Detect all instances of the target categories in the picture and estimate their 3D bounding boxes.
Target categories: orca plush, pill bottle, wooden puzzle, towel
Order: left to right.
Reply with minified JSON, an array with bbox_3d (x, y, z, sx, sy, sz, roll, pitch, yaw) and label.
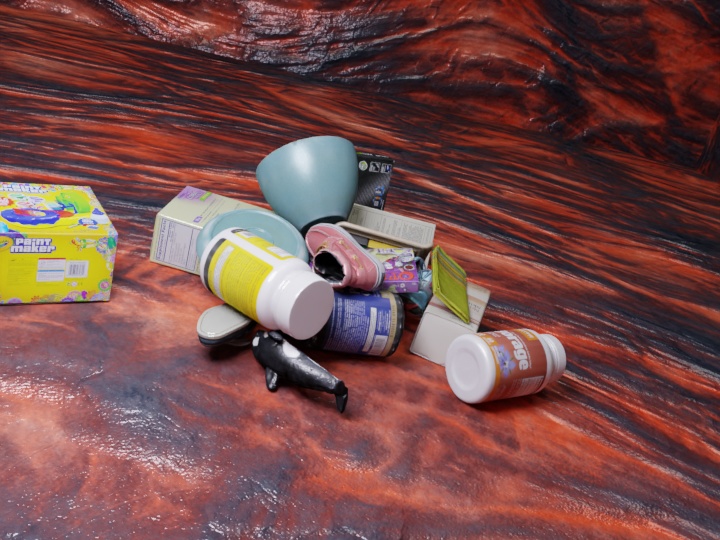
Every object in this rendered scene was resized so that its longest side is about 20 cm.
[{"bbox_3d":[-0.142,0.020,1.186,0.199,0.115,0.114,28,26,35],"label":"pill bottle"},{"bbox_3d":[-0.105,0.159,1.171,0.199,0.071,0.105,33,-16,24],"label":"orca plush"},{"bbox_3d":[-0.036,0.080,1.294,0.198,0.113,0.112,8,25,-19],"label":"pill bottle"},{"bbox_3d":[0.031,-0.030,1.547,0.198,0.185,0.038,11,69,-4],"label":"wooden puzzle"},{"bbox_3d":[0.164,0.021,1.410,0.086,0.018,0.200,40,21,-12],"label":"towel"},{"bbox_3d":[0.248,0.156,1.312,0.198,0.113,0.112,-2,30,-36],"label":"pill bottle"}]

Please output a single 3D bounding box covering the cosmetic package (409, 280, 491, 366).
[{"bbox_3d":[0.169,0.090,1.433,0.102,0.088,0.200,22,25,7],"label":"cosmetic package"}]

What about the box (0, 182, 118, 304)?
[{"bbox_3d":[-0.516,-0.047,1.246,0.198,0.123,0.193,-1,28,-34],"label":"box"}]

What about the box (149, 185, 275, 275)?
[{"bbox_3d":[-0.269,-0.064,1.475,0.198,0.098,0.176,17,24,-1],"label":"box"}]

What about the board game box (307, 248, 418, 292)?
[{"bbox_3d":[0.000,0.000,1.386,0.197,0.033,0.121,-1,34,-3],"label":"board game box"}]

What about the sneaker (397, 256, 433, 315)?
[{"bbox_3d":[0.086,0.017,1.481,0.079,0.096,0.200,46,-9,-31],"label":"sneaker"}]

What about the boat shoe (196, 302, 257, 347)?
[{"bbox_3d":[-0.204,0.083,1.242,0.074,0.062,0.200,16,21,5],"label":"boat shoe"}]

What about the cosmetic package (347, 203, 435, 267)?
[{"bbox_3d":[0.050,-0.067,1.657,0.198,0.105,0.073,15,-10,-4],"label":"cosmetic package"}]

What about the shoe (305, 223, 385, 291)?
[{"bbox_3d":[-0.051,-0.027,1.306,0.090,0.072,0.200,4,23,-43],"label":"shoe"}]

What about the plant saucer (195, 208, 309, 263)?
[{"bbox_3d":[-0.184,-0.045,1.355,0.198,0.028,0.201,9,43,-9],"label":"plant saucer"}]

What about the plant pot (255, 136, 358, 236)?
[{"bbox_3d":[-0.088,-0.145,1.486,0.198,0.200,0.136,-3,68,-37],"label":"plant pot"}]

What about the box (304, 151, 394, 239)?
[{"bbox_3d":[-0.037,-0.162,1.704,0.191,0.202,0.047,4,20,-28],"label":"box"}]
